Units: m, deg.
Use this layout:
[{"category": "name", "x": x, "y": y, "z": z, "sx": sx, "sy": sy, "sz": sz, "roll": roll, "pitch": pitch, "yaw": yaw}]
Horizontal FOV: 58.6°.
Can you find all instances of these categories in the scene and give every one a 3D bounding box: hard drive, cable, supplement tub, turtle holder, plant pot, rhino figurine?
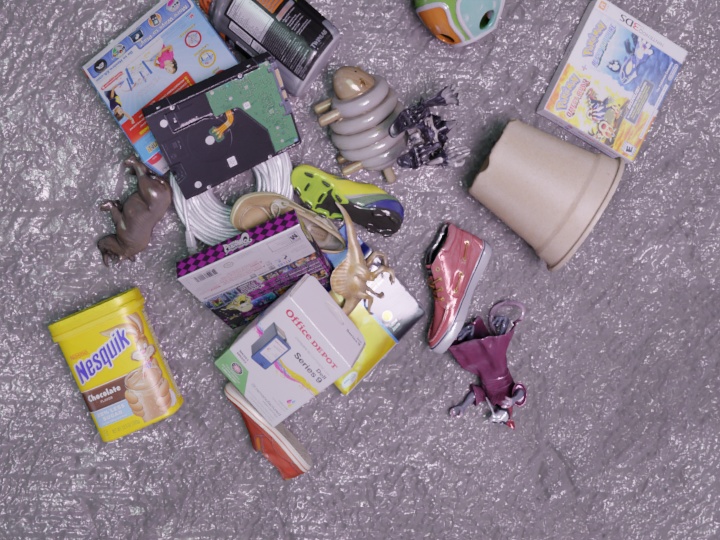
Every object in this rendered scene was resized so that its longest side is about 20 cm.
[{"category": "hard drive", "x": -0.193, "y": -0.207, "z": 0.920, "sx": 0.196, "sy": 0.038, "sz": 0.142, "roll": -28, "pitch": 132, "yaw": -10}, {"category": "cable", "x": -0.201, "y": -0.137, "z": 1.016, "sx": 0.195, "sy": 0.069, "sz": 0.206, "roll": -18, "pitch": 96, "yaw": -4}, {"category": "supplement tub", "x": -0.138, "y": -0.372, "z": 0.970, "sx": 0.199, "sy": 0.123, "sz": 0.124, "roll": 39, "pitch": 92, "yaw": -7}, {"category": "turtle holder", "x": 0.165, "y": -0.434, "z": 0.996, "sx": 0.186, "sy": 0.139, "sz": 0.134, "roll": -46, "pitch": 119, "yaw": -38}, {"category": "plant pot", "x": 0.277, "y": -0.134, "z": 1.007, "sx": 0.181, "sy": 0.200, "sz": 0.204, "roll": 31, "pitch": 93, "yaw": 3}, {"category": "rhino figurine", "x": -0.358, "y": -0.077, "z": 0.998, "sx": 0.087, "sy": 0.060, "sz": 0.201, "roll": 38, "pitch": 115, "yaw": 0}]

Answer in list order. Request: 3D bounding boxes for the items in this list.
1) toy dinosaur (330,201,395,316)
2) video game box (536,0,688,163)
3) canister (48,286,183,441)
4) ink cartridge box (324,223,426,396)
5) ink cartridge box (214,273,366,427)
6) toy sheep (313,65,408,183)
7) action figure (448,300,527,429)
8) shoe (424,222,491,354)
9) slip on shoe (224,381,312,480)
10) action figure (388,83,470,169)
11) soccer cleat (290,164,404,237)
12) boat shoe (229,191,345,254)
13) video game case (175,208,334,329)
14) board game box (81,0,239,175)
[{"category": "toy dinosaur", "x": 0.000, "y": 0.000, "z": 1.000, "sx": 0.098, "sy": 0.058, "sz": 0.206, "roll": -2, "pitch": 106, "yaw": -20}, {"category": "video game box", "x": 0.415, "y": -0.312, "z": 1.061, "sx": 0.179, "sy": 0.047, "sz": 0.204, "roll": 26, "pitch": 93, "yaw": -4}, {"category": "canister", "x": -0.383, "y": 0.150, "z": 1.022, "sx": 0.145, "sy": 0.087, "sz": 0.205, "roll": -22, "pitch": 99, "yaw": -2}, {"category": "ink cartridge box", "x": -0.023, "y": 0.064, "z": 1.064, "sx": 0.198, "sy": 0.047, "sz": 0.200, "roll": -44, "pitch": 99, "yaw": 1}, {"category": "ink cartridge box", "x": -0.109, "y": 0.126, "z": 1.001, "sx": 0.199, "sy": 0.088, "sz": 0.146, "roll": -38, "pitch": 98, "yaw": 28}, {"category": "toy sheep", "x": 0.010, "y": -0.222, "z": 0.998, "sx": 0.135, "sy": 0.139, "sz": 0.203, "roll": -29, "pitch": 126, "yaw": -1}, {"category": "action figure", "x": 0.223, "y": 0.175, "z": 1.086, "sx": 0.149, "sy": 0.132, "sz": 0.204, "roll": -41, "pitch": 116, "yaw": -42}, {"category": "shoe", "x": 0.136, "y": 0.027, "z": 1.052, "sx": 0.089, "sy": 0.071, "sz": 0.204, "roll": 27, "pitch": 84, "yaw": -15}, {"category": "slip on shoe", "x": -0.161, "y": 0.268, "z": 1.061, "sx": 0.061, "sy": 0.074, "sz": 0.201, "roll": -37, "pitch": 102, "yaw": 3}, {"category": "action figure", "x": 0.115, "y": -0.208, "z": 0.964, "sx": 0.100, "sy": 0.200, "sz": 0.122, "roll": -11, "pitch": 103, "yaw": 27}, {"category": "soccer cleat", "x": -0.020, "y": -0.118, "z": 1.028, "sx": 0.196, "sy": 0.085, "sz": 0.065, "roll": 23, "pitch": 126, "yaw": -13}, {"category": "boat shoe", "x": -0.107, "y": -0.066, "z": 0.982, "sx": 0.198, "sy": 0.063, "sz": 0.075, "roll": 17, "pitch": 104, "yaw": -45}, {"category": "video game case", "x": -0.151, "y": 0.005, "z": 0.977, "sx": 0.195, "sy": 0.182, "sz": 0.037, "roll": -24, "pitch": 57, "yaw": 6}, {"category": "board game box", "x": -0.286, "y": -0.286, "z": 0.965, "sx": 0.198, "sy": 0.056, "sz": 0.198, "roll": -38, "pitch": 76, "yaw": 1}]
